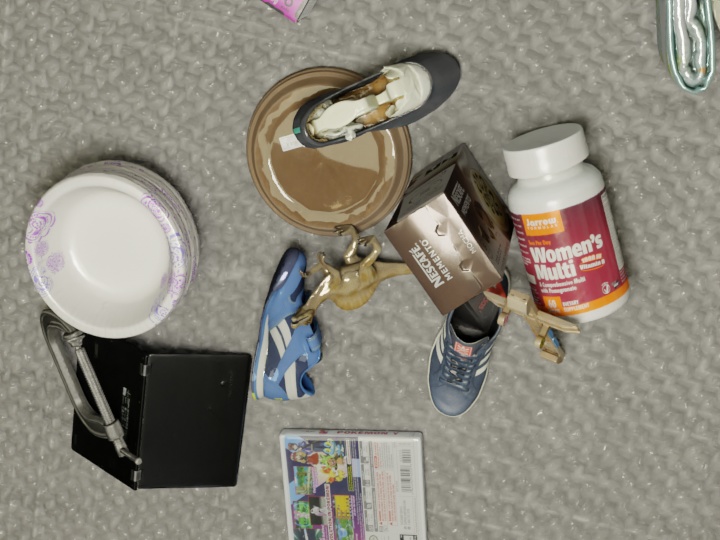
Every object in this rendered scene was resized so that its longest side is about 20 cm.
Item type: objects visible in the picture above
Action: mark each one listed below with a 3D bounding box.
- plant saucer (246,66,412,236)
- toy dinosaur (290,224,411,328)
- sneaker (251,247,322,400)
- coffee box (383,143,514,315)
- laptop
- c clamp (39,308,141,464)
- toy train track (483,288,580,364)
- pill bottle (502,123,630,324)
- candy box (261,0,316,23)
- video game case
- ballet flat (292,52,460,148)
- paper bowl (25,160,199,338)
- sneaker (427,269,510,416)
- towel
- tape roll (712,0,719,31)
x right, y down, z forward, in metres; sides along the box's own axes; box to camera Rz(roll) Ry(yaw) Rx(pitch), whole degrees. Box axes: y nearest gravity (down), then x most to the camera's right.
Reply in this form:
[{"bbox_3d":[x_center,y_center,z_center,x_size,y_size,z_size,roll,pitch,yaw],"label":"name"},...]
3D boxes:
[{"bbox_3d":[-0.039,-0.132,1.573,0.197,0.030,0.203,4,110,11],"label":"plant saucer"},{"bbox_3d":[0.000,0.000,1.587,0.198,0.058,0.102,-20,125,-12],"label":"toy dinosaur"},{"bbox_3d":[-0.079,0.067,1.630,0.081,0.074,0.202,11,116,1],"label":"sneaker"},{"bbox_3d":[0.101,-0.048,1.481,0.079,0.200,0.114,-32,100,19],"label":"coffee box"},{"bbox_3d":[-0.257,0.169,1.732,0.199,0.115,0.190,23,115,34],"label":"laptop"},{"bbox_3d":[-0.331,0.137,1.663,0.027,0.170,0.202,-28,100,-27],"label":"c clamp"},{"bbox_3d":[0.193,0.072,1.519,0.114,0.200,0.033,21,78,26],"label":"toy train track"},{"bbox_3d":[0.224,-0.051,1.504,0.108,0.110,0.202,-13,107,15],"label":"pill bottle"},{"bbox_3d":[-0.071,-0.390,1.470,0.136,0.061,0.201,32,112,0],"label":"candy box"},{"bbox_3d":[-0.006,0.295,1.720,0.180,0.023,0.203,0,110,11],"label":"video game case"},{"bbox_3d":[0.019,-0.185,1.495,0.198,0.073,0.074,-21,105,2],"label":"ballet flat"},{"bbox_3d":[-0.287,-0.030,1.617,0.198,0.104,0.203,4,110,10],"label":"paper bowl"},{"bbox_3d":[0.120,0.089,1.588,0.074,0.085,0.202,15,112,6],"label":"sneaker"},{"bbox_3d":[0.323,-0.291,1.367,0.047,0.171,0.203,-3,108,10],"label":"towel"},{"bbox_3d":[0.453,-0.300,1.392,0.200,0.071,0.205,4,110,10],"label":"tape roll"}]
